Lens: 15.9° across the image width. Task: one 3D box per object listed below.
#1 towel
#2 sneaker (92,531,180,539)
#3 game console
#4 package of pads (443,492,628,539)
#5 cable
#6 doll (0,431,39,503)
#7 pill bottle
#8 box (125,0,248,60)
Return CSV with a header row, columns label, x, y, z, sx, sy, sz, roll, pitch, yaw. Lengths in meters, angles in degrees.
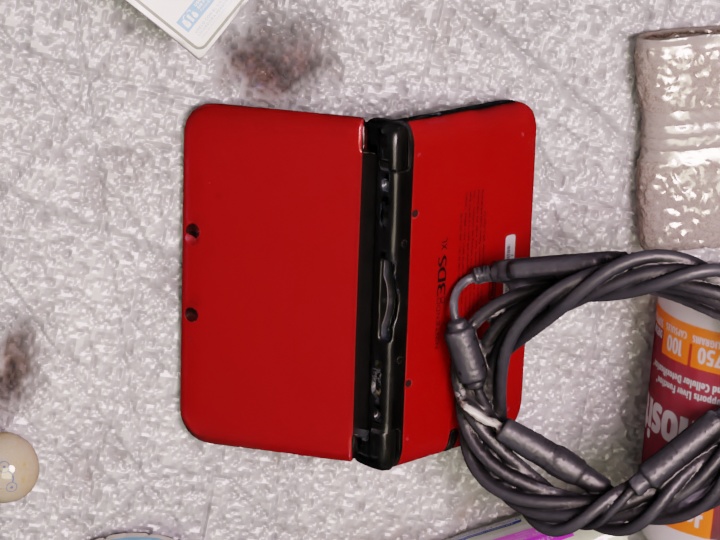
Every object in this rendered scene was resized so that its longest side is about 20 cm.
label,x,y,z,sx,sy,sz,roll,pitch,yaw
towel,0.255,-0.080,1.491,0.200,0.034,0.133,-6,107,-11
sneaker,-0.174,0.217,1.453,0.200,0.090,0.079,-23,110,-6
game console,0.000,0.000,1.466,0.172,0.119,0.200,-14,113,-42
package of pads,0.096,0.248,1.536,0.154,0.068,0.200,-17,109,-8
cable,0.146,0.068,1.418,0.200,0.051,0.164,-4,99,14
doll,-0.272,0.142,1.429,0.200,0.048,0.137,-23,98,-5
pill bottle,0.220,0.104,1.496,0.113,0.113,0.200,0,106,-13
box,-0.129,-0.218,1.347,0.200,0.060,0.117,39,95,-20
